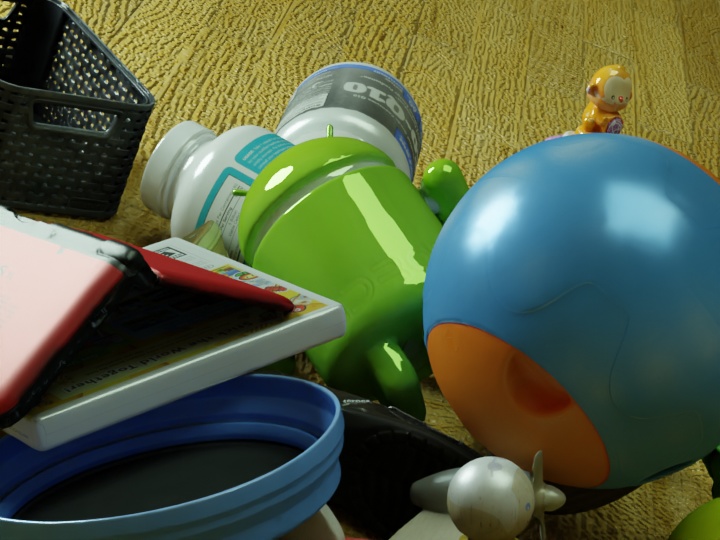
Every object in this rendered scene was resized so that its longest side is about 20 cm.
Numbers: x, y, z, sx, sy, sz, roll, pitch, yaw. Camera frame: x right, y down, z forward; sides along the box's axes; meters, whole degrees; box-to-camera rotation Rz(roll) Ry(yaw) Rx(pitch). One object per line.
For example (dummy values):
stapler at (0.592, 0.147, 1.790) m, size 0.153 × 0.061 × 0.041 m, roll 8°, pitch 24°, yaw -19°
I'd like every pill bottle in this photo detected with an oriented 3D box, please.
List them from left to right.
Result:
pill bottle at (-0.053, -0.028, 1.590) m, size 0.200 × 0.111 × 0.111 m, roll 30°, pitch 22°, yaw 20°
pill bottle at (-0.014, -0.080, 1.750) m, size 0.113 × 0.114 × 0.200 m, roll 21°, pitch 21°, yaw -2°

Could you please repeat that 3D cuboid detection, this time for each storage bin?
storage bin at (-0.252, -0.127, 1.662) m, size 0.135 × 0.094 × 0.200 m, roll 6°, pitch 26°, yaw -36°

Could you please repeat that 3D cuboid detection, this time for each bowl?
bowl at (-0.104, 0.106, 1.187) m, size 0.200 × 0.040 × 0.201 m, roll -10°, pitch 16°, yaw 3°

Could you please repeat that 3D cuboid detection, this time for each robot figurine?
robot figurine at (0.000, 0.000, 1.443) m, size 0.200 × 0.175 × 0.116 m, roll 55°, pitch -7°, yaw 26°

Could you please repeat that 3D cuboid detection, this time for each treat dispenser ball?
treat dispenser ball at (0.134, 0.023, 1.306) m, size 0.200 × 0.201 × 0.201 m, roll 19°, pitch 21°, yaw -8°

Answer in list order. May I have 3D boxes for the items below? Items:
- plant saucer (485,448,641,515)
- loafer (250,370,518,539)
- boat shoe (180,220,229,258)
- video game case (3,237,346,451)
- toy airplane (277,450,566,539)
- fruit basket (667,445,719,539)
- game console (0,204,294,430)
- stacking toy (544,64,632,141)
plant saucer at (0.150, 0.061, 1.458) m, size 0.029 × 0.200 × 0.200 m, roll 40°, pitch 10°, yaw -30°
loafer at (0.008, 0.105, 1.374) m, size 0.200 × 0.073 × 0.071 m, roll 26°, pitch 20°, yaw 9°
boat shoe at (-0.113, 0.028, 1.467) m, size 0.063 × 0.073 × 0.201 m, roll 54°, pitch 13°, yaw -14°
video game case at (-0.139, 0.037, 1.308) m, size 0.200 × 0.023 × 0.182 m, roll -20°, pitch 24°, yaw -31°
toy airplane at (0.039, 0.152, 1.194) m, size 0.199 × 0.141 × 0.200 m, roll 8°, pitch 25°, yaw -30°
fruit basket at (0.258, 0.174, 1.391) m, size 0.215 × 0.216 × 0.156 m, roll 37°, pitch -10°, yaw 34°
game console at (-0.171, 0.028, 1.283) m, size 0.200 × 0.172 × 0.119 m, roll 16°, pitch -28°, yaw 48°
stacking toy at (0.162, -0.064, 1.765) m, size 0.116 × 0.200 × 0.110 m, roll 7°, pitch 25°, yaw -36°
